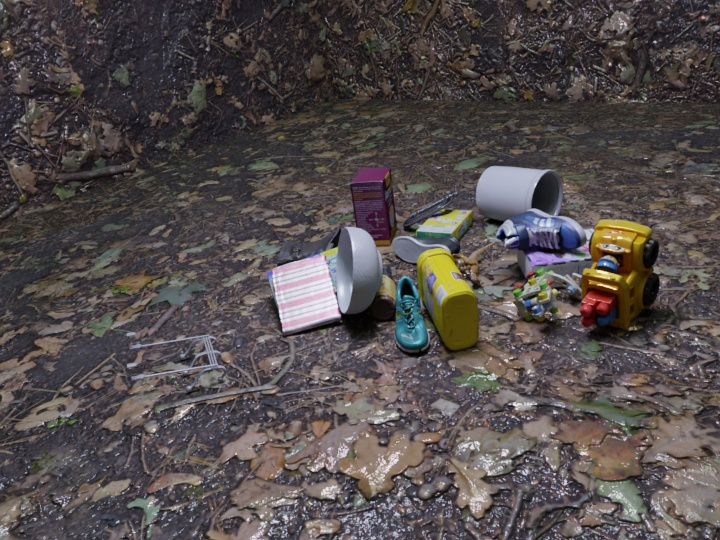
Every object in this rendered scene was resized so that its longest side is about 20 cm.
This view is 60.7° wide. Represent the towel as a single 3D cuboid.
[{"bbox_3d":[-0.133,0.058,1.490,0.144,0.030,0.202,-15,55,-2],"label":"towel"}]

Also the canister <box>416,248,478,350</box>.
[{"bbox_3d":[0.189,0.061,1.339,0.085,0.150,0.201,-11,28,-4],"label":"canister"}]

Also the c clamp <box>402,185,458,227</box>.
[{"bbox_3d":[0.221,-0.192,1.919,0.198,0.027,0.171,-28,16,12],"label":"c clamp"}]

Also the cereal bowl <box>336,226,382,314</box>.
[{"bbox_3d":[0.000,0.000,1.415,0.082,0.203,0.200,0,23,-14],"label":"cereal bowl"}]

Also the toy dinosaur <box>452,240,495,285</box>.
[{"bbox_3d":[0.284,-0.016,1.592,0.105,0.061,0.201,17,38,5],"label":"toy dinosaur"}]

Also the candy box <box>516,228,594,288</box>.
[{"bbox_3d":[0.500,-0.029,1.512,0.197,0.072,0.168,-7,25,4],"label":"candy box"}]

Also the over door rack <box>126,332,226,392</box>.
[{"bbox_3d":[-0.398,0.195,1.314,0.197,0.067,0.148,4,20,-24],"label":"over door rack"}]

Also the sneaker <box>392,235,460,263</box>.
[{"bbox_3d":[0.186,-0.062,1.692,0.198,0.072,0.099,11,22,40],"label":"sneaker"}]

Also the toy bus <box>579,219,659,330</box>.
[{"bbox_3d":[0.515,0.023,1.271,0.135,0.202,0.191,17,43,43],"label":"toy bus"}]

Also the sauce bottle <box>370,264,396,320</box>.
[{"bbox_3d":[0.056,0.047,1.504,0.065,0.067,0.201,-6,24,4],"label":"sauce bottle"}]

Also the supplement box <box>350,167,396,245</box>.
[{"bbox_3d":[0.042,-0.190,1.834,0.102,0.202,0.131,-1,27,16],"label":"supplement box"}]

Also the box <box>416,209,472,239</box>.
[{"bbox_3d":[0.257,-0.135,1.835,0.116,0.049,0.200,6,31,30],"label":"box"}]

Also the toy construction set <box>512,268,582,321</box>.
[{"bbox_3d":[0.414,0.045,1.364,0.198,0.093,0.131,-19,2,-37],"label":"toy construction set"}]

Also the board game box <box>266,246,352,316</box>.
[{"bbox_3d":[-0.125,0.028,1.544,0.198,0.029,0.135,-20,53,-5],"label":"board game box"}]

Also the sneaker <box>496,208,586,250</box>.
[{"bbox_3d":[0.421,-0.075,1.476,0.145,0.081,0.200,-29,34,-19],"label":"sneaker"}]

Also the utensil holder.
[{"bbox_3d":[0.464,-0.218,1.808,0.169,0.172,0.199,-28,29,-35],"label":"utensil holder"}]

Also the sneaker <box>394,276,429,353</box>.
[{"bbox_3d":[0.105,0.097,1.349,0.076,0.080,0.201,-10,42,2],"label":"sneaker"}]

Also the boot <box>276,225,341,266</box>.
[{"bbox_3d":[-0.147,-0.072,1.802,0.172,0.070,0.201,-1,29,14],"label":"boot"}]
